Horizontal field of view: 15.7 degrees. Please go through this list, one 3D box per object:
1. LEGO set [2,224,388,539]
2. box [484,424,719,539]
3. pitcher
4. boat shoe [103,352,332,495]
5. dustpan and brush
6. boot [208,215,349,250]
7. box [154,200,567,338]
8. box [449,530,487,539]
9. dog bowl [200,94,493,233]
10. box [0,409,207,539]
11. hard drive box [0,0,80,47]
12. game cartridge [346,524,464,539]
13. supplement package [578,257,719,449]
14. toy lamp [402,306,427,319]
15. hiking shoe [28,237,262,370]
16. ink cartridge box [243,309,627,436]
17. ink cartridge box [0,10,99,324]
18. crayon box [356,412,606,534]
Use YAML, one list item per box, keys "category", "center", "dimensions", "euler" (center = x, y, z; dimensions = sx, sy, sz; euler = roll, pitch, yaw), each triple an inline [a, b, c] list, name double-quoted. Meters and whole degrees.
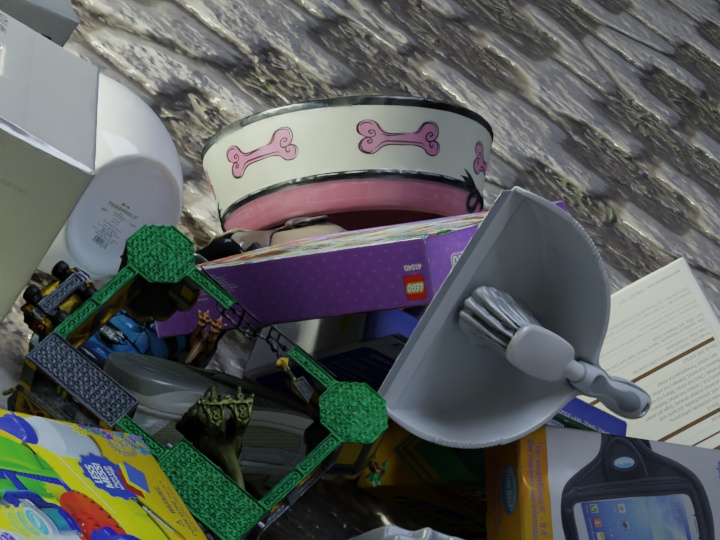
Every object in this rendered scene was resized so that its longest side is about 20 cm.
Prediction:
- category: "LEGO set"
  center: [-0.093, 0.086, 1.352]
  dimensions: [0.200, 0.116, 0.154]
  euler: [33, 55, 7]
- category: "box"
  center: [0.164, 0.156, 1.470]
  dimensions: [0.200, 0.041, 0.119]
  euler: [8, 68, -27]
- category: "pitcher"
  center: [-0.177, -0.065, 1.619]
  dimensions: [0.172, 0.121, 0.200]
  euler: [28, 7, -43]
- category: "boat shoe"
  center: [-0.080, 0.096, 1.484]
  dimensions: [0.074, 0.065, 0.202]
  euler: [25, 4, 35]
- category: "dustpan and brush"
  center: [0.103, 0.046, 1.410]
  dimensions: [0.057, 0.140, 0.200]
  euler: [33, 3, 29]
- category: "boot"
  center: [-0.032, 0.007, 1.737]
  dimensions: [0.146, 0.070, 0.200]
  euler: [6, -15, -8]
- category: "box"
  center: [0.000, 0.000, 1.460]
  dimensions: [0.137, 0.200, 0.039]
  euler: [-16, 96, -51]
- category: "box"
  center: [0.077, 0.218, 1.460]
  dimensions: [0.158, 0.048, 0.200]
  euler: [44, 21, 25]
- category: "dog bowl"
  center: [-0.007, -0.051, 1.772]
  dimensions: [0.200, 0.200, 0.074]
  euler: [15, 65, -47]
- category: "box"
  center: [-0.150, 0.164, 1.089]
  dimensions: [0.193, 0.122, 0.200]
  euler: [14, 28, -45]
- category: "hard drive box"
  center: [-0.271, -0.097, 1.383]
  dimensions: [0.156, 0.200, 0.077]
  euler: [19, 24, -38]
- category: "game cartridge"
  center: [0.076, 0.180, 1.308]
  dimensions: [0.200, 0.041, 0.133]
  euler: [21, -19, -18]
- category: "supplement package"
  center: [0.211, 0.111, 1.705]
  dimensions: [0.200, 0.120, 0.121]
  euler: [62, 6, 11]
- category: "toy lamp"
  center: [0.090, 0.083, 1.742]
  dimensions: [0.200, 0.058, 0.058]
  euler: [40, 9, -50]
- category: "hiking shoe"
  center: [-0.126, 0.023, 1.520]
  dimensions: [0.074, 0.087, 0.200]
  euler: [38, 19, 8]
- category: "ink cartridge box"
  center: [0.058, 0.075, 1.601]
  dimensions: [0.198, 0.047, 0.200]
  euler: [27, -22, -23]
- category: "ink cartridge box"
  center: [-0.212, -0.015, 1.287]
  dimensions: [0.086, 0.200, 0.146]
  euler: [30, 20, -17]
- category: "crayon box"
  center: [0.088, 0.129, 1.580]
  dimensions: [0.127, 0.051, 0.200]
  euler: [26, -19, -25]
